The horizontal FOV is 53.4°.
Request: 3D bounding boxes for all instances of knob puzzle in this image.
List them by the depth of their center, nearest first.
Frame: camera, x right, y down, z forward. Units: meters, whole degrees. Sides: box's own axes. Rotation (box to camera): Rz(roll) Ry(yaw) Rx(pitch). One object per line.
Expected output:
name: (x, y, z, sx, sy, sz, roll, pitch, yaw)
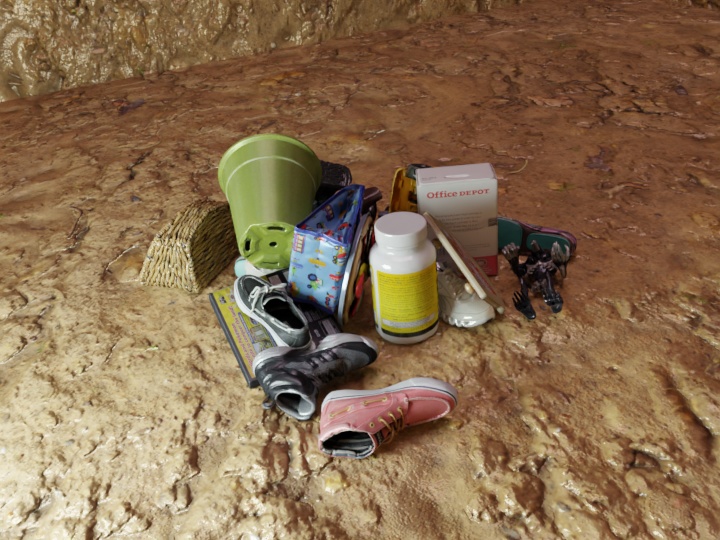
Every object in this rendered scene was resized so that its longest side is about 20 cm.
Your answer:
knob puzzle: (0.179, -0.002, 1.219, 0.030, 0.220, 0.220, -39, 28, 13)

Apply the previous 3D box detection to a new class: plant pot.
plant pot: (-0.163, -0.111, 1.308, 0.198, 0.201, 0.191, -7, 50, 0)

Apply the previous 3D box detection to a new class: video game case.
video game case: (-0.140, 0.087, 1.218, 0.179, 0.026, 0.201, -19, 53, -20)

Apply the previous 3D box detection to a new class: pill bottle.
pill bottle: (0.073, 0.011, 1.189, 0.111, 0.202, 0.113, -4, 30, 3)

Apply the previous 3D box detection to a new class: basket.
basket: (-0.357, -0.065, 1.463, 0.148, 0.144, 0.200, 7, 33, 20)

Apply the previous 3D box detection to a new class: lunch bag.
lunch bag: (-0.046, -0.051, 1.238, 0.093, 0.152, 0.201, 18, 38, 8)

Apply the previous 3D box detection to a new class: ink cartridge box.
ink cartridge box: (0.181, -0.091, 1.339, 0.145, 0.202, 0.083, -4, 30, 4)

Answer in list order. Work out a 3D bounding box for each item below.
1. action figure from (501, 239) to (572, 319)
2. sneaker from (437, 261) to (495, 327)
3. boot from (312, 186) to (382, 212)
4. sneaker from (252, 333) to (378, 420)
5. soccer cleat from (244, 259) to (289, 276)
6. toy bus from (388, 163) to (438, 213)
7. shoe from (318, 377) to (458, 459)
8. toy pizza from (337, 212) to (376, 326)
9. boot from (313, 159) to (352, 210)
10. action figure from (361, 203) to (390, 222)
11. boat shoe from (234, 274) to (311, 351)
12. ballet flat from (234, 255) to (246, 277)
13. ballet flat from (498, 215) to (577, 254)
action figure: (0.317, -0.006, 1.270, 0.118, 0.103, 0.201, -10, 30, 18)
sneaker: (0.154, 0.034, 1.256, 0.075, 0.082, 0.199, -23, 36, -29)
boot: (-0.052, -0.111, 1.489, 0.165, 0.073, 0.200, -29, 8, -20)
sneaker: (-0.061, 0.165, 1.091, 0.198, 0.076, 0.114, -8, 39, -10)
soccer cleat: (-0.131, 0.031, 1.336, 0.199, 0.078, 0.069, 30, 54, 19)
toy bus: (0.156, -0.169, 1.528, 0.198, 0.137, 0.192, 6, 22, -6)
shoe: (0.038, 0.210, 0.997, 0.198, 0.072, 0.091, -7, 31, 10)
toy pizza: (0.000, 0.000, 1.233, 0.031, 0.202, 0.201, 13, 33, 5)
boot: (-0.132, -0.168, 1.495, 0.164, 0.200, 0.066, 15, 66, -25)
action figure: (0.015, -0.070, 1.476, 0.129, 0.070, 0.200, 13, 39, 17)
boat shoe: (-0.148, 0.056, 1.175, 0.073, 0.069, 0.199, -21, 47, -24)
ballet flat: (-0.148, -0.008, 1.406, 0.198, 0.075, 0.074, 7, 33, 16)
ballet flat: (0.328, -0.066, 1.414, 0.198, 0.070, 0.071, 13, 17, 24)
